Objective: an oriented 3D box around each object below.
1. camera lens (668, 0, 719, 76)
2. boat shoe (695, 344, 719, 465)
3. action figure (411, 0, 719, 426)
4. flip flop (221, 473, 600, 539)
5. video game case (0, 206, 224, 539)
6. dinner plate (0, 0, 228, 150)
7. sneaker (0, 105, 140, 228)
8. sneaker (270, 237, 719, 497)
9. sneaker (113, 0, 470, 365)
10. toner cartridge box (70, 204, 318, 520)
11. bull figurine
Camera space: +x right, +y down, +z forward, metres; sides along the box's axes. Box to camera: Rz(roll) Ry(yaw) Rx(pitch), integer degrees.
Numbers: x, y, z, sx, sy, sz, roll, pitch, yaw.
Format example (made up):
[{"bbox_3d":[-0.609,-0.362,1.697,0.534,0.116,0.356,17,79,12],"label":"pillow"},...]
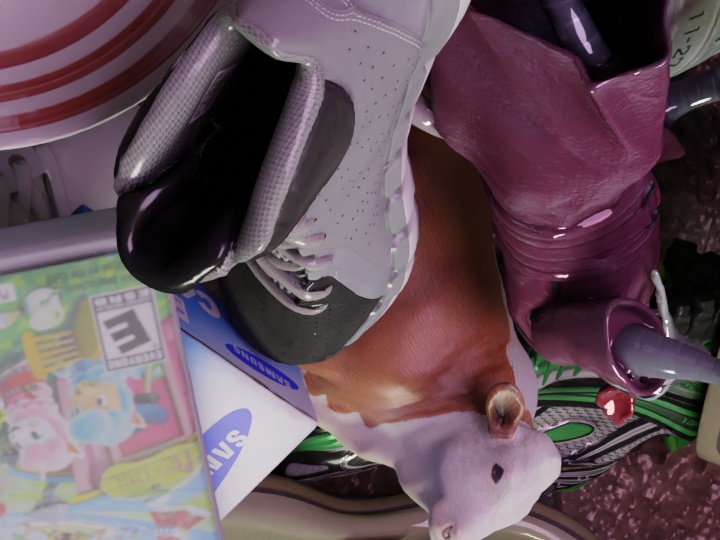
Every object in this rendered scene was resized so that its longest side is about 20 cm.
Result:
[{"bbox_3d":[0.112,-0.158,1.007,0.199,0.160,0.161,-26,111,-26],"label":"camera lens"},{"bbox_3d":[0.177,-0.007,1.038,0.075,0.068,0.201,-48,154,-50],"label":"boat shoe"},{"bbox_3d":[0.059,-0.023,0.885,0.148,0.134,0.201,-4,131,9],"label":"action figure"},{"bbox_3d":[0.000,0.113,1.022,0.199,0.081,0.058,11,51,-30],"label":"flip flop"},{"bbox_3d":[-0.142,0.081,0.870,0.199,0.022,0.183,-11,119,-2],"label":"video game case"},{"bbox_3d":[-0.115,-0.131,0.793,0.199,0.024,0.201,4,81,-28],"label":"dinner plate"},{"bbox_3d":[-0.133,0.001,0.923,0.199,0.085,0.073,-27,110,-28],"label":"sneaker"},{"bbox_3d":[0.053,0.051,1.055,0.199,0.078,0.086,-10,117,-24],"label":"sneaker"},{"bbox_3d":[-0.034,-0.020,0.811,0.116,0.075,0.200,-50,162,-37],"label":"sneaker"},{"bbox_3d":[-0.117,0.081,0.918,0.095,0.043,0.200,35,108,-32],"label":"toner cartridge box"},{"bbox_3d":[0.000,0.000,0.966,0.121,0.065,0.201,-5,77,3],"label":"bull figurine"}]
